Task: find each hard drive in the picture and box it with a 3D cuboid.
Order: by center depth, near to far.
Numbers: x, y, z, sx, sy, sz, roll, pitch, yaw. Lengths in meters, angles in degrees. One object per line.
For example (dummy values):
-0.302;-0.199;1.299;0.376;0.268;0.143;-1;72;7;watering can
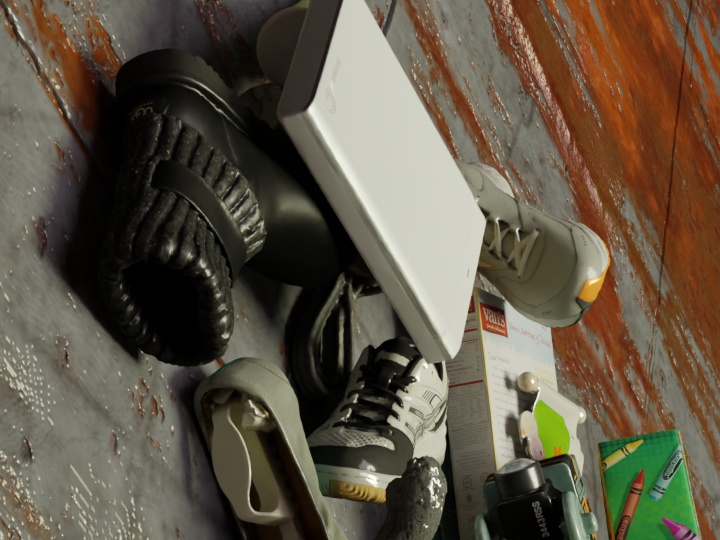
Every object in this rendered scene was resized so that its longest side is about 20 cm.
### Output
0.016;-0.060;1.554;0.200;0.026;0.132;59;29;-34;hard drive

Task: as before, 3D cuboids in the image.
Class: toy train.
0.130;0.210;1.657;0.114;0.085;0.201;-42;115;-77;toy train

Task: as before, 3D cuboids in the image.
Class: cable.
0.000;0.000;1.666;0.098;0.050;0.200;67;25;-22;cable

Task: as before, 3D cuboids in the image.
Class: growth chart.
0.142;0.172;1.784;0.145;0.018;0.201;17;64;-69;growth chart

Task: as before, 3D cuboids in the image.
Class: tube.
-0.031;-0.142;1.662;0.200;0.052;0.058;-53;169;-82;tube

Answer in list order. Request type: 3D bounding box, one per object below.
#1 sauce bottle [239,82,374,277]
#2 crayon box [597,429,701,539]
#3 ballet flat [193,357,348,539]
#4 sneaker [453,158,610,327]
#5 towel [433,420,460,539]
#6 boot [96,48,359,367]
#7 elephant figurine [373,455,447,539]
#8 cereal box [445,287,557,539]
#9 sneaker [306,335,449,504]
-0.008;-0.037;1.612;0.200;0.064;0.065;42;40;-36;sauce bottle
0.202;0.211;1.755;0.200;0.058;0.119;75;6;-54;crayon box
-0.046;0.148;1.467;0.064;0.067;0.201;-17;86;-62;ballet flat
0.085;-0.025;1.763;0.092;0.200;0.076;22;98;-39;sneaker
0.079;0.191;1.776;0.146;0.022;0.201;16;63;-63;towel
-0.073;-0.009;1.464;0.211;0.079;0.159;38;36;-40;boot
0.037;0.235;1.411;0.200;0.141;0.155;-47;132;-13;elephant figurine
0.101;0.121;1.787;0.144;0.039;0.201;25;57;-63;cereal box
0.007;0.087;1.581;0.200;0.075;0.088;-33;131;-75;sneaker
